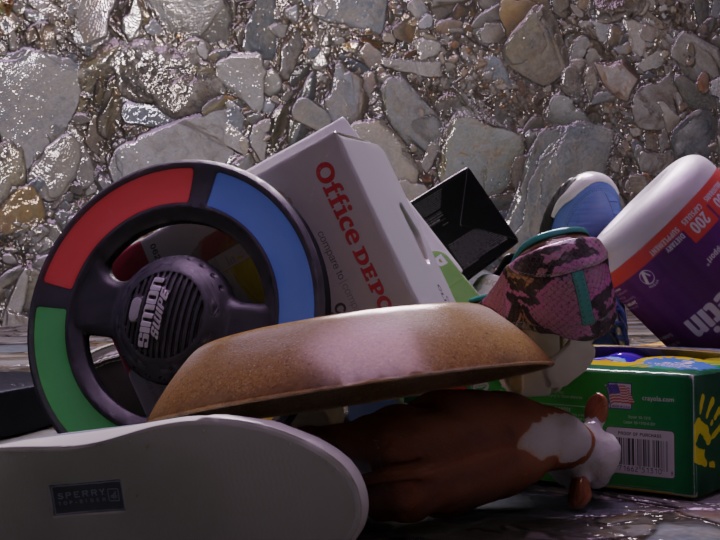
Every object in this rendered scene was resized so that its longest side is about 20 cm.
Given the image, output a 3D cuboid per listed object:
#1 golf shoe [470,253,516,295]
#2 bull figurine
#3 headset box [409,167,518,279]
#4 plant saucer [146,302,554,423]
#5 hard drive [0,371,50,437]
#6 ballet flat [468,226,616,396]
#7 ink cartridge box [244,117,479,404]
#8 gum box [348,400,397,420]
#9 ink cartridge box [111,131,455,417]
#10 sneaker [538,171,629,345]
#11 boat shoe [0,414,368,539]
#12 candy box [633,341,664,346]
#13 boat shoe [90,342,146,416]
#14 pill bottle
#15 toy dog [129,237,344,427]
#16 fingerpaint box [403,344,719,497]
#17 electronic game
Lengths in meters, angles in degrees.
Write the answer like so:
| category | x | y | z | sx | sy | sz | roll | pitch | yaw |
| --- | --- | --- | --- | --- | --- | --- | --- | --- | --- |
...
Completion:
| category | x | y | z | sx | sy | sz | roll | pitch | yaw |
| --- | --- | --- | --- | --- | --- | --- | --- | --- | --- |
| golf shoe | 0.085 | 0.053 | 1.053 | 0.078 | 0.095 | 0.200 | 11 | 29 | 23 |
| bull figurine | 0.047 | 0.096 | 0.715 | 0.121 | 0.065 | 0.200 | -9 | -10 | 39 |
| headset box | 0.019 | 0.011 | 1.123 | 0.148 | 0.075 | 0.200 | -32 | -5 | -22 |
| plant saucer | -0.007 | 0.045 | 0.667 | 0.200 | 0.036 | 0.200 | -9 | -7 | -1 |
| hard drive | -0.315 | 0.106 | 1.089 | 0.134 | 0.042 | 0.200 | 0 | 1 | 15 |
| ballet flat | 0.098 | 0.031 | 0.752 | 0.069 | 0.071 | 0.200 | -10 | -10 | -6 |
| ink cartridge box | 0.000 | 0.000 | 0.973 | 0.104 | 0.200 | 0.059 | -31 | -13 | -26 |
| gum box | 0.074 | 0.098 | 1.205 | 0.169 | 0.045 | 0.200 | -1 | 0 | 0 |
| ink cartridge box | -0.056 | 0.019 | 0.889 | 0.200 | 0.145 | 0.083 | -28 | -8 | 15 |
| sneaker | 0.175 | 0.026 | 1.029 | 0.076 | 0.201 | 0.077 | -4 | 13 | -21 |
| boat shoe | -0.086 | 0.095 | 0.613 | 0.200 | 0.070 | 0.071 | -3 | 3 | 19 |
| candy box | 0.287 | 0.090 | 1.145 | 0.115 | 0.055 | 0.200 | 1 | 2 | 39 |
| boat shoe | -0.134 | 0.089 | 1.084 | 0.201 | 0.072 | 0.061 | 2 | -5 | -32 |
| pill bottle | 0.261 | 0.023 | 0.949 | 0.112 | 0.200 | 0.112 | -45 | -2 | -2 |
| toy dog | -0.087 | 0.057 | 1.008 | 0.132 | 0.200 | 0.096 | -30 | -19 | -44 |
| fingerpaint box | 0.155 | 0.087 | 0.869 | 0.200 | 0.074 | 0.167 | 0 | 1 | 39 |
| electronic game | -0.113 | 0.030 | 0.827 | 0.199 | 0.201 | 0.042 | -1 | -13 | 19 |
